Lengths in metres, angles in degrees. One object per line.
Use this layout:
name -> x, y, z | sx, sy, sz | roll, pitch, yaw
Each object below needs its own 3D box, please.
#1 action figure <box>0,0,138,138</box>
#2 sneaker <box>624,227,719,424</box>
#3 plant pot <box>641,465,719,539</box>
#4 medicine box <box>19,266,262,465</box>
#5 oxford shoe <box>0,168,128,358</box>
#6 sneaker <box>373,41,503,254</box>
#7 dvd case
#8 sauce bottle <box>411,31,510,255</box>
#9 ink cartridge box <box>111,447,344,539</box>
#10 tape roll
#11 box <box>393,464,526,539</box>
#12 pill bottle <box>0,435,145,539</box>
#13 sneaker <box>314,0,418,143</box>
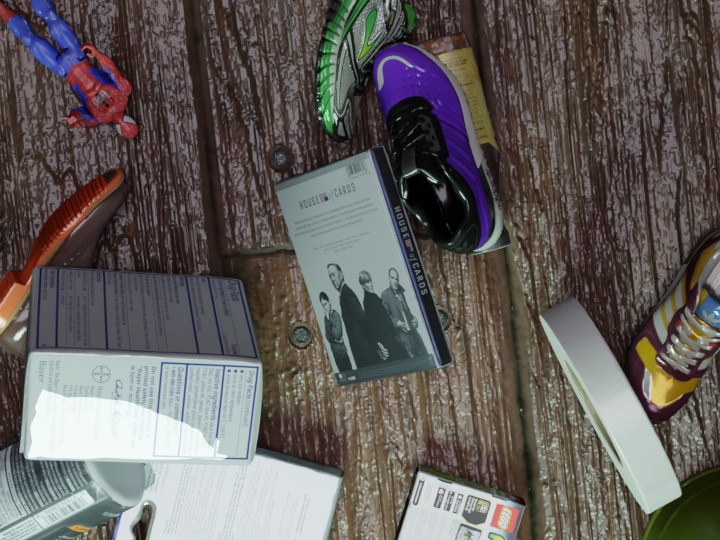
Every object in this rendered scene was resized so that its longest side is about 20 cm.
action figure -> -0.276, -0.198, 1.464 | 0.065, 0.099, 0.200 | -42, 94, 4
sneaker -> 0.304, 0.051, 1.471 | 0.074, 0.090, 0.202 | 25, 93, -1
plant pot -> 0.362, 0.290, 1.432 | 0.198, 0.193, 0.203 | 0, 93, 0
medicine box -> -0.194, 0.082, 1.406 | 0.197, 0.182, 0.104 | 4, 112, -12
oxford shoe -> -0.272, -0.006, 1.494 | 0.072, 0.071, 0.200 | 37, 97, -21
sneaker -> 0.058, -0.107, 1.404 | 0.069, 0.099, 0.202 | -27, 87, 30
dvd case -> 0.000, 0.000, 1.454 | 0.025, 0.150, 0.202 | -19, 93, -39
sauce bottle -> 0.094, -0.116, 1.479 | 0.065, 0.066, 0.203 | -14, 95, 1
ink cartridge box -> -0.133, 0.261, 1.512 | 0.198, 0.043, 0.199 | 15, 93, 3
tape roll -> 0.221, 0.120, 1.421 | 0.037, 0.203, 0.204 | -29, 92, 2
box -> 0.075, 0.298, 1.514 | 0.109, 0.035, 0.202 | 17, 93, 0
pill bottle -> -0.304, 0.207, 1.469 | 0.199, 0.106, 0.107 | -27, 92, 17
sneaker -> 0.007, -0.214, 1.467 | 0.084, 0.078, 0.202 | 15, 93, -1
